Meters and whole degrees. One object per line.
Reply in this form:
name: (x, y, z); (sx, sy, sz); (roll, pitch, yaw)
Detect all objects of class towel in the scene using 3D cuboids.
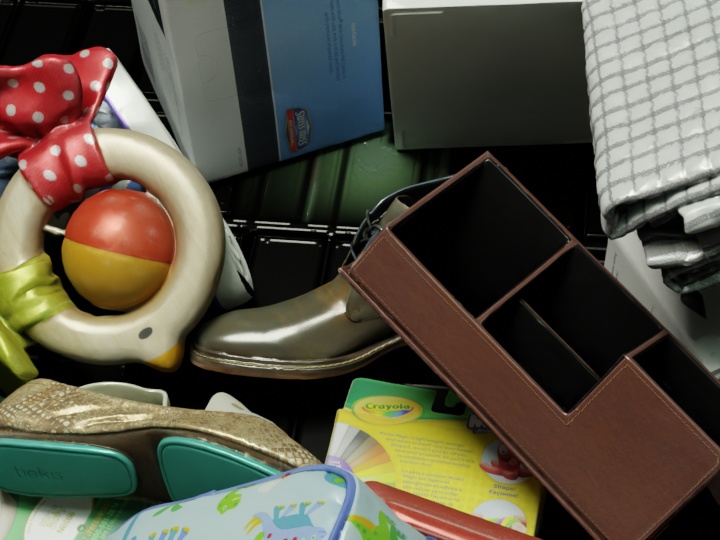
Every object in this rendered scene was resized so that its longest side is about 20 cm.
towel: (0.211, -0.086, 0.791); (0.200, 0.086, 0.166); (-21, 44, 22)

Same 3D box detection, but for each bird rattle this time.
bird rattle: (-0.153, -0.023, 0.916); (0.163, 0.113, 0.200); (15, 79, 4)

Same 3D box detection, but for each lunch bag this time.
lunch bag: (-0.064, 0.177, 0.715); (0.200, 0.082, 0.161); (-21, 36, 43)

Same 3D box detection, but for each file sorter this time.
file sorter: (0.084, -0.165, 0.973); (0.139, 0.200, 0.125); (-2, 73, 2)

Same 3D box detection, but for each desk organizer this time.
desk organizer: (0.093, 0.039, 0.811); (0.200, 0.077, 0.072); (46, 26, 13)

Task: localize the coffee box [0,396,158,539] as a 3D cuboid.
coffee box: (-0.190, 0.132, 0.871); (0.200, 0.044, 0.123); (18, 54, 17)

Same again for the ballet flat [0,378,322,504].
ballet flat: (-0.095, 0.085, 0.828); (0.200, 0.071, 0.065); (9, 42, 13)

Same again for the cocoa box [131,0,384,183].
cocoa box: (-0.069, -0.177, 1.013); (0.131, 0.200, 0.133); (-18, 51, -11)

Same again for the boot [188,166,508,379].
boot: (0.000, 0.000, 0.919); (0.200, 0.097, 0.075); (-8, 20, -8)

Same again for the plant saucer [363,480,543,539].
plant saucer: (0.052, 0.202, 0.746); (0.200, 0.037, 0.200); (17, 60, 16)

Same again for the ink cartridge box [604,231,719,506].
ink cartridge box: (0.237, 0.048, 0.881); (0.145, 0.084, 0.200); (-19, 52, -12)

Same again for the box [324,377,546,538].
box: (0.029, 0.148, 0.841); (0.117, 0.048, 0.200); (8, 55, 10)

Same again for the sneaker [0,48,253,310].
sneaker: (-0.166, -0.026, 0.989); (0.146, 0.081, 0.200); (-33, 66, -1)
